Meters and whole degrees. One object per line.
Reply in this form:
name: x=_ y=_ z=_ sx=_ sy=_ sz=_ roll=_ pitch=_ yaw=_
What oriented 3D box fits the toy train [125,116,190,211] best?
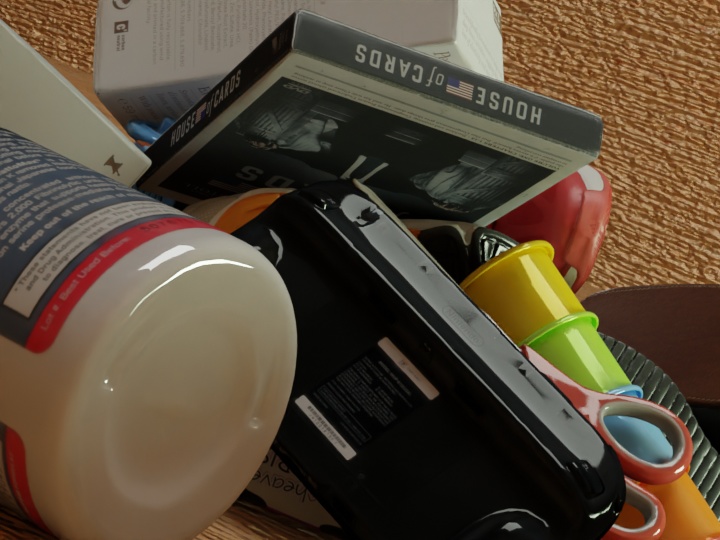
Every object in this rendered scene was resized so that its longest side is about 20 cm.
toy train: x=-0.057 y=-0.015 z=1.283 sx=0.199 sy=0.087 sz=0.114 roll=16 pitch=14 yaw=-38

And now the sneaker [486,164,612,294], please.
sneaker: x=0.041 y=-0.036 z=1.233 sx=0.115 sy=0.079 sz=0.200 roll=17 pitch=-3 yaw=-20

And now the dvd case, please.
dvd case: x=-0.002 y=-0.054 z=1.114 sx=0.150 sy=0.025 sz=0.200 roll=17 pitch=-22 yaw=-19

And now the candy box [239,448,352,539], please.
candy box: x=0.000 y=0.075 z=1.090 sx=0.136 sy=0.061 sz=0.200 roll=22 pitch=6 yaw=8

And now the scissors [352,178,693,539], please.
scissors: x=0.057 y=0.039 z=1.035 sx=0.200 sy=0.073 sz=0.014 roll=39 pitch=-32 yaw=7

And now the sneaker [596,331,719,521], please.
sneaker: x=0.139 y=0.107 z=1.167 sx=0.200 sy=0.074 sz=0.088 roll=44 pitch=-19 yaw=-13

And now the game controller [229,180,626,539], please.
game controller: x=0.012 y=0.049 z=0.977 sx=0.200 sy=0.104 sz=0.042 roll=46 pitch=-15 yaw=24

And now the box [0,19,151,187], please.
box: x=-0.189 y=-0.052 z=1.149 sx=0.097 sy=0.124 sz=0.200 roll=44 pitch=-2 yaw=-18

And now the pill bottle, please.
pill bottle: x=-0.131 y=0.012 z=0.877 sx=0.200 sy=0.120 sz=0.119 roll=25 pitch=7 yaw=35

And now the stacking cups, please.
stacking cups: x=0.116 y=0.080 z=1.068 sx=0.200 sy=0.060 sz=0.060 roll=54 pitch=18 yaw=21

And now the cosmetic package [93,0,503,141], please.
cosmetic package: x=-0.031 y=-0.117 z=1.292 sx=0.199 sy=0.074 sz=0.102 roll=-6 pitch=-22 yaw=17

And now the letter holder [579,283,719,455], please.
letter holder: x=0.199 y=0.053 z=1.255 sx=0.101 sy=0.142 sz=0.200 roll=53 pitch=-25 yaw=-22

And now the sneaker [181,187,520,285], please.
sneaker: x=0.000 y=0.000 z=1.147 sx=0.199 sy=0.076 sz=0.092 roll=19 pitch=0 yaw=-31
